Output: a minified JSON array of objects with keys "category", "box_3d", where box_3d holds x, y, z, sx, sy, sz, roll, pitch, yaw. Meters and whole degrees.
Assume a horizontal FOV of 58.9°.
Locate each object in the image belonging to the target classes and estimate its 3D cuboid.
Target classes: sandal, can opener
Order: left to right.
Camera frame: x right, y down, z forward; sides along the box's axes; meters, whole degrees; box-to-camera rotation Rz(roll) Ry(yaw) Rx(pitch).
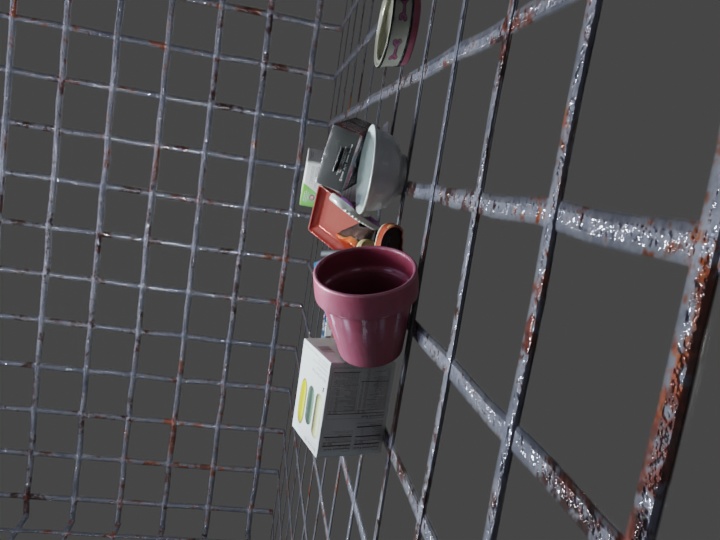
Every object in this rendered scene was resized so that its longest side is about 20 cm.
[{"category":"can opener","box_3d":[-0.049,-0.037,1.781,0.199,0.066,0.053,1,83,50]},{"category":"sandal","box_3d":[0.001,-0.148,1.560,0.082,0.202,0.050,42,99,31]}]

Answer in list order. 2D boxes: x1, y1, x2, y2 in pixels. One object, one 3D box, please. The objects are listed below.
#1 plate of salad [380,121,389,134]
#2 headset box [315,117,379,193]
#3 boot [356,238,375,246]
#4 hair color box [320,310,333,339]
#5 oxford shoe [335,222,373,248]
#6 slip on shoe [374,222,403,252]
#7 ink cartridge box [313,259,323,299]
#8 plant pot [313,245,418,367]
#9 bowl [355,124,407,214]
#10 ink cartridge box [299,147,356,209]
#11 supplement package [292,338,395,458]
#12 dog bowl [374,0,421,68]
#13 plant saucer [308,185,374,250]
[{"category":"plate of salad","box_3d":[0.047,-0.283,1.644,0.200,0.048,0.202,-162,90,-81]},{"category":"headset box","box_3d":[-0.033,-0.284,1.563,0.200,0.077,0.150,-49,-20,-67]},{"category":"boot","box_3d":[0.027,0.014,1.463,0.155,0.072,0.202,137,138,-75]},{"category":"hair color box","box_3d":[-0.055,0.185,1.727,0.061,0.099,0.202,144,133,-75]},{"category":"oxford shoe","box_3d":[-0.010,-0.087,1.673,0.073,0.071,0.200,-47,18,-5]},{"category":"slip on shoe","box_3d":[0.053,-0.005,1.350,0.061,0.073,0.202,162,120,-76]},{"category":"ink cartridge box","box_3d":[-0.069,0.036,1.835,0.201,0.115,0.068,-98,-12,-59]},{"category":"plant pot","box_3d":[0.015,0.075,1.215,0.200,0.198,0.180,-102,6,-62]},{"category":"bowl","box_3d":[0.052,-0.223,1.448,0.201,0.089,0.203,-172,90,-81]},{"category":"ink cartridge box","box_3d":[-0.063,-0.248,1.808,0.084,0.198,0.146,-91,13,-52]},{"category":"supplement package","box_3d":[-0.039,0.260,1.334,0.152,0.149,0.202,28,112,61]},{"category":"dog bowl","box_3d":[0.090,-0.590,1.549,0.200,0.073,0.202,-173,90,-79]},{"category":"plant saucer","box_3d":[-0.048,-0.126,1.777,0.037,0.199,0.201,-44,-15,-34]}]
